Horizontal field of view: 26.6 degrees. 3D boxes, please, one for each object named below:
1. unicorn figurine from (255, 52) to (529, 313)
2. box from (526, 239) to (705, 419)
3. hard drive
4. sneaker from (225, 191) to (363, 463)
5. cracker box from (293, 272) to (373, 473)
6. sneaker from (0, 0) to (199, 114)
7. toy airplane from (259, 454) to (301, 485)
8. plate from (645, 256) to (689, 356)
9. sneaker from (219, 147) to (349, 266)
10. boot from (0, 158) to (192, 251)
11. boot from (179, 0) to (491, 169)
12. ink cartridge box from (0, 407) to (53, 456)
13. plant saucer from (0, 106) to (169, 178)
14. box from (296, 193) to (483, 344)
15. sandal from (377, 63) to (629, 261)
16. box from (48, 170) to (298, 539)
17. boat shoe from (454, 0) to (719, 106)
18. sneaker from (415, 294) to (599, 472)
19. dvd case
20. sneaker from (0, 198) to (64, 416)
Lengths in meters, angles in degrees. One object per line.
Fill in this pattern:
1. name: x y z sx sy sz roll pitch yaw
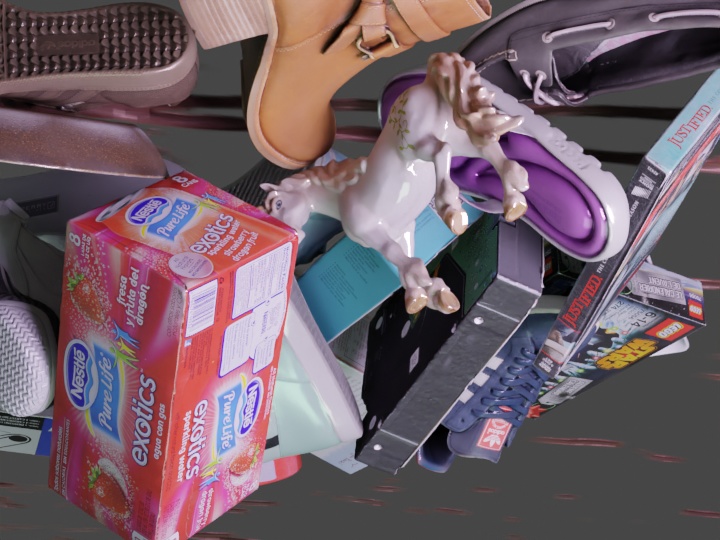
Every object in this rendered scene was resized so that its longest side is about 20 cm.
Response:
1. unicorn figurine: 0.016 -0.043 0.877 0.200 0.137 0.074 -47 147 22
2. box: 0.137 0.046 1.134 0.137 0.040 0.200 17 146 -27
3. hard drive: 0.059 0.027 1.025 0.038 0.140 0.200 22 130 -14
4. sneaker: -0.087 0.051 0.992 0.118 0.074 0.201 -22 117 5
5. cracker box: -0.040 0.080 1.214 0.200 0.058 0.134 32 139 -25
6. sneaker: -0.195 -0.118 0.892 0.200 0.071 0.076 5 158 -2
7. toy airplane: -0.164 0.108 1.125 0.200 0.141 0.199 46 138 -16
8. plate: 0.133 0.021 1.163 0.200 0.032 0.200 -11 149 19
9. sneaker: -0.068 -0.019 1.056 0.082 0.074 0.200 28 142 -34
10. boot: -0.187 -0.028 1.062 0.200 0.074 0.096 -2 159 18
11. boot: -0.001 -0.131 0.866 0.155 0.074 0.200 -13 153 11
12. ink cartridge box: -0.291 0.127 1.345 0.200 0.044 0.094 8 151 -13
13. plant saucer: -0.212 -0.083 0.909 0.200 0.032 0.200 7 -176 0
14. box: 0.000 0.000 1.037 0.049 0.082 0.200 49 149 0
15. sandal: 0.070 -0.065 0.891 0.050 0.203 0.083 -26 129 -33
16. box: -0.114 0.056 0.903 0.095 0.100 0.200 29 126 27
17. boat shoe: 0.140 -0.128 0.877 0.200 0.057 0.067 -17 146 27
18. sneaker: 0.101 0.087 1.082 0.075 0.085 0.200 17 147 -23
19. dvd case: 0.176 -0.036 0.936 0.022 0.146 0.200 33 141 13
20. sneaker: -0.215 0.001 0.981 0.115 0.200 0.075 -8 147 -48
